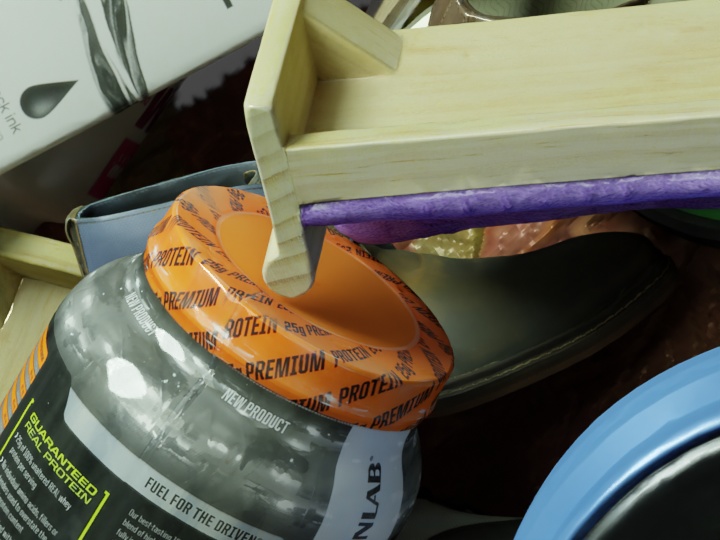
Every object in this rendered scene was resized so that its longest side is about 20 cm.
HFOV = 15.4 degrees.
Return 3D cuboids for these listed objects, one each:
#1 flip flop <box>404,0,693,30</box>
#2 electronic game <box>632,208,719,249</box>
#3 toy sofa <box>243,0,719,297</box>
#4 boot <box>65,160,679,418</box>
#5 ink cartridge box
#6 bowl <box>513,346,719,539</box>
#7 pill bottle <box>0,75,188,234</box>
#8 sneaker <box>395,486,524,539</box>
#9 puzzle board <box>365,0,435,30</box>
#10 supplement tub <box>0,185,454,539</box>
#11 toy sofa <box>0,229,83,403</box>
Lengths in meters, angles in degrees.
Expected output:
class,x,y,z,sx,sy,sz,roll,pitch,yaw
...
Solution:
class,x,y,z,sx,sy,sz,roll,pitch,yaw
flip flop,0.061,-0.085,0.805,0.200,0.058,0.081,-35,52,29
electronic game,0.151,-0.100,0.890,0.200,0.042,0.200,-14,63,29
toy sofa,0.073,-0.035,0.748,0.200,0.098,0.083,-4,35,11
boot,0.000,0.000,0.881,0.200,0.097,0.075,-19,14,2
ink cartridge box,-0.106,-0.127,0.926,0.200,0.146,0.084,-29,9,-2
bowl,0.132,0.114,0.715,0.201,0.201,0.039,-38,9,15
pill bottle,-0.124,-0.090,1.028,0.113,0.113,0.200,37,92,40
sneaker,-0.001,0.088,0.890,0.200,0.074,0.079,-3,63,34
puzzle board,0.052,-0.161,0.919,0.200,0.017,0.151,-65,7,-24
supplement tub,-0.063,0.082,0.807,0.200,0.122,0.123,-57,49,20
toy sofa,-0.127,0.090,0.946,0.083,0.098,0.200,12,76,40
